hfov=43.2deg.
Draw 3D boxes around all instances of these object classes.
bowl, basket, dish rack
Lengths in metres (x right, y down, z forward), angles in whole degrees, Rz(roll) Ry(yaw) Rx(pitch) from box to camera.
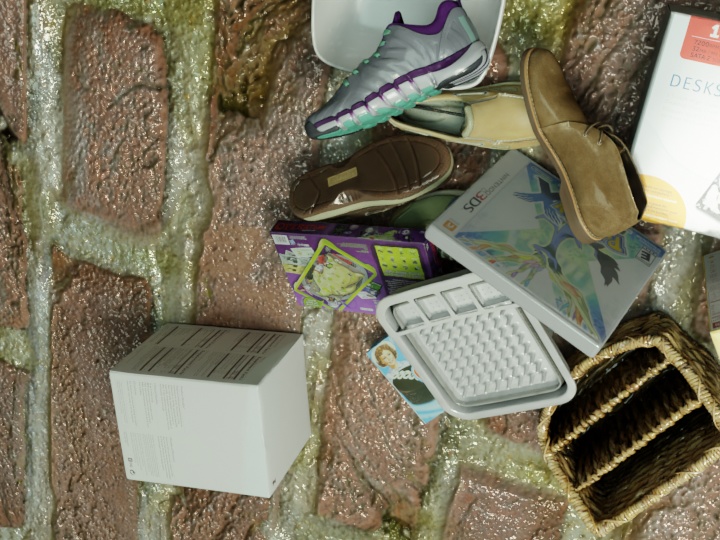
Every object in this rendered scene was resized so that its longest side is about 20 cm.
[{"bbox_3d":[0.056,-0.297,0.928,0.198,0.075,0.202,13,115,14],"label":"bowl"},{"bbox_3d":[0.286,0.157,0.990,0.143,0.149,0.200,44,118,-3],"label":"basket"},{"bbox_3d":[0.129,0.075,0.994,0.170,0.044,0.201,-17,122,32],"label":"dish rack"}]

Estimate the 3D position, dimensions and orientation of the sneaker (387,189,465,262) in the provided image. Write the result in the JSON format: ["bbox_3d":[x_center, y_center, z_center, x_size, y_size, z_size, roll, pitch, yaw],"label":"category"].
[{"bbox_3d":[0.117,-0.041,0.996,0.198,0.090,0.068,-3,120,19],"label":"sneaker"}]

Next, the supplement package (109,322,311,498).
[{"bbox_3d":[-0.183,0.170,1.149,0.197,0.151,0.154,3,111,17],"label":"supplement package"}]

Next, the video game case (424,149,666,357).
[{"bbox_3d":[0.190,-0.027,0.914,0.199,0.182,0.022,37,138,14],"label":"video game case"}]

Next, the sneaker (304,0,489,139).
[{"bbox_3d":[0.026,-0.201,0.906,0.198,0.074,0.088,-22,90,14],"label":"sneaker"}]

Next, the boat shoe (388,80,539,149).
[{"bbox_3d":[0.123,-0.159,0.958,0.197,0.076,0.073,2,109,15],"label":"boat shoe"}]

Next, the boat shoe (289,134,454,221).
[{"bbox_3d":[0.020,-0.100,1.024,0.200,0.075,0.076,-9,75,28],"label":"boat shoe"}]

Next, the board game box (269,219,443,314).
[{"bbox_3d":[0.000,0.000,1.045,0.198,0.032,0.121,6,130,27],"label":"board game box"}]

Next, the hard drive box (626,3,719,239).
[{"bbox_3d":[0.349,-0.142,0.891,0.154,0.077,0.202,15,114,12],"label":"hard drive box"}]

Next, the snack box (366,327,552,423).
[{"bbox_3d":[0.115,0.083,1.079,0.200,0.037,0.116,-40,93,27],"label":"snack box"}]

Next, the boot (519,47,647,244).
[{"bbox_3d":[0.219,-0.131,0.886,0.075,0.073,0.202,-20,95,48],"label":"boot"}]

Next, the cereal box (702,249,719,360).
[{"bbox_3d":[0.381,0.077,0.897,0.039,0.200,0.145,-19,104,24],"label":"cereal box"}]
